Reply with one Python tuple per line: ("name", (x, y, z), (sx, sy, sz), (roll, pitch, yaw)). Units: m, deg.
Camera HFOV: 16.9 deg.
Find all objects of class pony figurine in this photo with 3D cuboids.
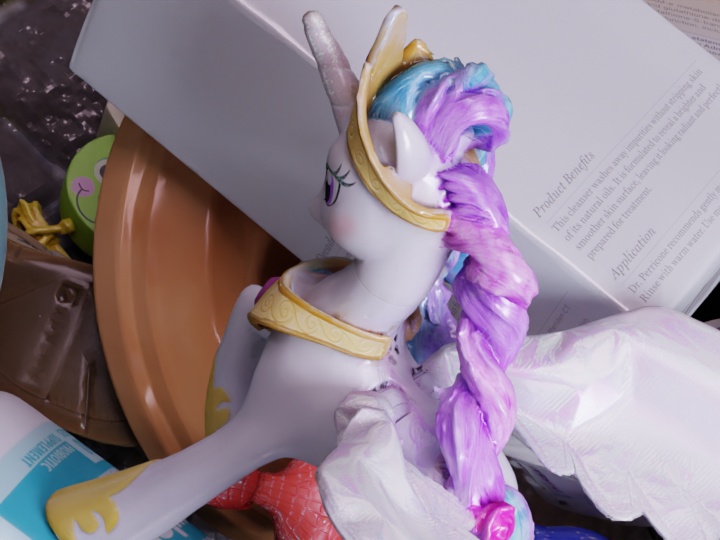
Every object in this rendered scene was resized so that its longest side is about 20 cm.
("pony figurine", (0.017, 0.054, 0.640), (0.193, 0.200, 0.166), (47, 41, 18))

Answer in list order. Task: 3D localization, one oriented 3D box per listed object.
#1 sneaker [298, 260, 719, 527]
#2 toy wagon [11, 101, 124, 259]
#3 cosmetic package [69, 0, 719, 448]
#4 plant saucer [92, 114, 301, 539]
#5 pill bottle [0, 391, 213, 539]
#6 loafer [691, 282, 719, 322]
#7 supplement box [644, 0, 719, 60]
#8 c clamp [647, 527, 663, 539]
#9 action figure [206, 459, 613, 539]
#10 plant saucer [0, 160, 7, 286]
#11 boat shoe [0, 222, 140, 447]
("sneaker", (0.062, 0.048, 0.806), (0.199, 0.100, 0.075), (18, 55, -15))
("toy wagon", (-0.034, -0.046, 0.906), (0.199, 0.040, 0.156), (-24, 70, -28))
("cosmetic package", (0.024, -0.052, 0.746), (0.200, 0.081, 0.113), (40, 51, 9))
("plant saucer", (0.000, 0.000, 0.828), (0.199, 0.037, 0.201), (1, 89, -41))
("pill bottle", (-0.068, 0.135, 0.748), (0.200, 0.111, 0.111), (35, 57, 4))
("loafer", (0.165, 0.005, 0.931), (0.199, 0.068, 0.070), (8, 17, -2))
("supplement box", (0.146, -0.084, 0.919), (0.125, 0.074, 0.200), (15, 35, -1))
("c clamp", (0.195, 0.101, 0.852), (0.170, 0.027, 0.201), (-29, 63, 1))
("action figure", (0.026, 0.094, 0.795), (0.199, 0.052, 0.066), (26, 74, -36))
("plant saucer", (-0.208, -0.016, 0.734), (0.199, 0.027, 0.201), (1, 76, -5))
("boat shoe", (-0.146, 0.007, 0.835), (0.199, 0.063, 0.074), (28, 82, 3))
